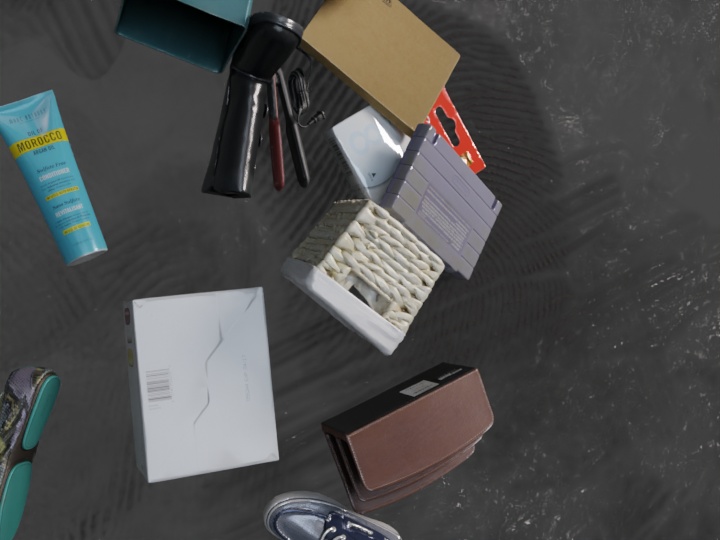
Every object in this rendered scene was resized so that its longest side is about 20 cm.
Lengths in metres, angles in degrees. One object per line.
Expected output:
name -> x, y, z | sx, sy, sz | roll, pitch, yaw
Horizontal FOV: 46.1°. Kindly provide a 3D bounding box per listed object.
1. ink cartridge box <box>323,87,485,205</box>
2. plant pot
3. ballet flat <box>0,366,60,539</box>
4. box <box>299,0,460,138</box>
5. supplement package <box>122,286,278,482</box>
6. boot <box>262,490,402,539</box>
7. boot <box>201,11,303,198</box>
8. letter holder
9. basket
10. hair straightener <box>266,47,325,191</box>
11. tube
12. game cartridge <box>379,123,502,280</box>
ink cartridge box -> 0.070, -0.164, 1.154 | 0.199, 0.047, 0.162 | -33, 98, -18
plant pot -> -0.195, -0.377, 1.025 | 0.139, 0.141, 0.203 | 18, 74, -19
ballet flat -> -0.398, 0.205, 0.953 | 0.071, 0.072, 0.204 | 17, 81, -19
box -> 0.028, -0.297, 1.137 | 0.199, 0.021, 0.165 | 37, 60, -14
supplement package -> -0.192, 0.129, 1.003 | 0.153, 0.111, 0.204 | -5, 88, -21
boot -> -0.024, 0.340, 1.056 | 0.197, 0.090, 0.074 | 20, 99, -18
boot -> -0.132, -0.189, 1.010 | 0.065, 0.164, 0.203 | 16, 85, -20
letter holder -> 0.072, 0.228, 1.104 | 0.198, 0.100, 0.144 | -23, 96, -20
basket -> 0.000, 0.000, 1.019 | 0.135, 0.200, 0.124 | 39, 86, -13
hair straightener -> -0.087, -0.207, 1.108 | 0.076, 0.041, 0.204 | -6, 85, -21
tube -> -0.359, -0.107, 0.993 | 0.077, 0.050, 0.203 | -24, 90, -28
game cartridge -> 0.109, -0.085, 1.131 | 0.200, 0.038, 0.131 | 39, 76, -43
